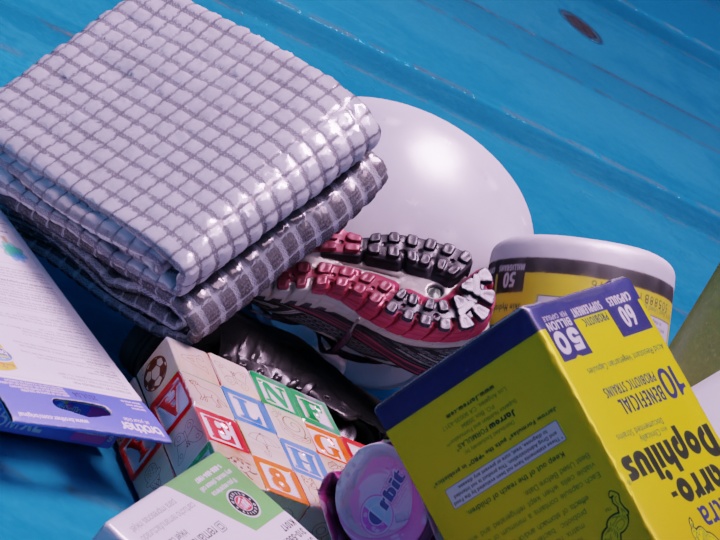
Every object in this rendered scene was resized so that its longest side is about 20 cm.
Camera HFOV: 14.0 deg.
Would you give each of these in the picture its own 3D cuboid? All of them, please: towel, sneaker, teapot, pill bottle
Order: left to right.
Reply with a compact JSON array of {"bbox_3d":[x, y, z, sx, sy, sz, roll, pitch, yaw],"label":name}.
[{"bbox_3d":[-0.107,-0.057,1.637,0.200,0.086,0.165,29,56,34],"label":"towel"},{"bbox_3d":[-0.042,0.076,1.661,0.104,0.060,0.199,45,16,33],"label":"sneaker"},{"bbox_3d":[-0.024,0.012,1.679,0.199,0.075,0.081,22,53,9],"label":"sneaker"},{"bbox_3d":[0.000,0.000,1.781,0.199,0.198,0.146,16,53,18],"label":"teapot"},{"bbox_3d":[0.117,0.088,1.697,0.111,0.201,0.111,7,-11,1],"label":"pill bottle"}]

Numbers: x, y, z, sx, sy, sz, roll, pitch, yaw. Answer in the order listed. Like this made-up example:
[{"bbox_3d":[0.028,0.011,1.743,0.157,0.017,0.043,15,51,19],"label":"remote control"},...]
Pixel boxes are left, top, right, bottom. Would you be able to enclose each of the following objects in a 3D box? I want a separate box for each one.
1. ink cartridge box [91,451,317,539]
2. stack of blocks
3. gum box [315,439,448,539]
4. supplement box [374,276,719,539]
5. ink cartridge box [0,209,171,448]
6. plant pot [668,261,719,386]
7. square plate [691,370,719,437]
[{"bbox_3d":[-0.039,0.192,1.360,0.200,0.084,0.145,41,19,7],"label":"ink cartridge box"},{"bbox_3d":[-0.029,0.122,1.577,0.199,0.059,0.115,24,24,-35],"label":"stack of blocks"},{"bbox_3d":[0.064,0.177,1.497,0.113,0.066,0.201,4,58,-50],"label":"gum box"},{"bbox_3d":[0.117,0.120,1.453,0.109,0.109,0.201,-15,73,-56],"label":"supplement box"},{"bbox_3d":[-0.193,0.030,1.528,0.119,0.042,0.200,14,27,-50],"label":"ink cartridge box"},{"bbox_3d":[0.295,0.065,2.043,0.200,0.184,0.201,34,19,-13],"label":"plant pot"},{"bbox_3d":[0.195,0.131,1.759,0.028,0.197,0.200,55,10,-28],"label":"square plate"}]
